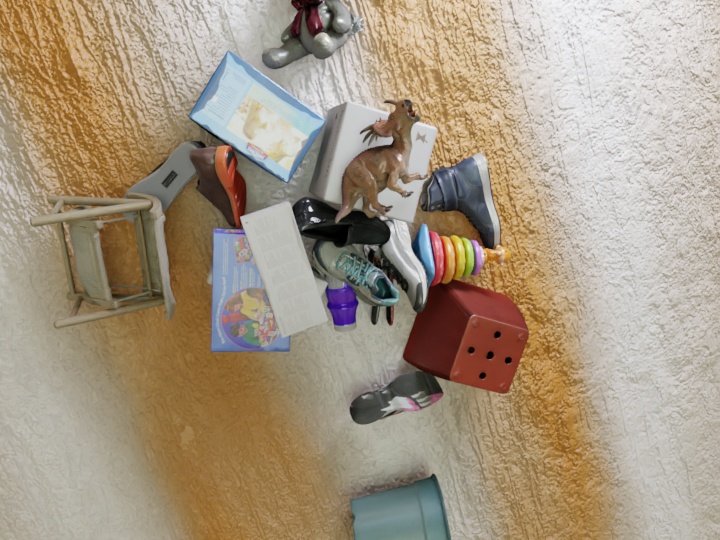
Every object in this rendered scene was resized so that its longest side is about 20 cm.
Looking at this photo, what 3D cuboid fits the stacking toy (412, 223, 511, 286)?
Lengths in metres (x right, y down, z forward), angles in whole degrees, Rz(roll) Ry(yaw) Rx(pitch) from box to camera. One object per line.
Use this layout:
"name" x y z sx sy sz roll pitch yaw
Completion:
"stacking toy" 0.205 -0.027 1.141 0.197 0.110 0.117 -4 66 -8

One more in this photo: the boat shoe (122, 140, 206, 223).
"boat shoe" -0.347 -0.158 1.026 0.199 0.057 0.069 -37 106 17

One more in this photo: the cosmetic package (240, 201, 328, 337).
"cosmetic package" -0.123 -0.002 0.919 0.082 0.051 0.202 -19 105 -11

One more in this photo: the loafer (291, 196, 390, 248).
"loafer" -0.030 -0.069 0.994 0.199 0.071 0.068 12 142 -33

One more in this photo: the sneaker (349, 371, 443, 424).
"sneaker" 0.074 0.266 1.205 0.197 0.086 0.081 -14 76 1

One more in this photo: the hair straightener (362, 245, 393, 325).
"hair straightener" 0.033 0.014 1.162 0.076 0.041 0.203 0 102 -13

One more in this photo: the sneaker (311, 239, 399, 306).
"sneaker" 0.000 0.000 1.045 0.199 0.086 0.078 36 78 -32

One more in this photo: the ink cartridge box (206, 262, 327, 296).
"ink cartridge box" -0.175 0.008 1.059 0.198 0.145 0.088 26 95 -17

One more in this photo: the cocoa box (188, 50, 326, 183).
"cocoa box" -0.182 -0.265 1.007 0.199 0.131 0.134 32 93 -17

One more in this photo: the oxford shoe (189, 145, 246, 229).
"oxford shoe" -0.248 -0.147 1.013 0.072 0.072 0.201 4 146 3

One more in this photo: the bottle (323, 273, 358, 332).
"bottle" -0.040 0.019 1.125 0.064 0.084 0.203 -6 104 0

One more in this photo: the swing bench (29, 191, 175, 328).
"swing bench" -0.430 -0.022 0.989 0.197 0.130 0.201 -4 115 -14

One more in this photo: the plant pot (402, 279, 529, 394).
"plant pot" 0.228 0.142 1.164 0.198 0.176 0.202 16 98 -16

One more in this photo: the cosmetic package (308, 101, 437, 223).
"cosmetic package" 0.014 -0.195 1.031 0.164 0.200 0.169 13 98 -15

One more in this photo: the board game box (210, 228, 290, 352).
"board game box" -0.182 0.034 0.963 0.133 0.045 0.203 2 101 -14

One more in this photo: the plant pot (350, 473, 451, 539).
"plant pot" 0.082 0.555 1.221 0.193 0.200 0.203 -8 104 -2

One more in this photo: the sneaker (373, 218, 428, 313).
"sneaker" 0.074 -0.008 1.091 0.078 0.074 0.202 -15 66 -13

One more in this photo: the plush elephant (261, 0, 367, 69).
"plush elephant" -0.079 -0.461 0.979 0.200 0.164 0.156 -42 125 -31

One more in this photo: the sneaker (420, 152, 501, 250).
"sneaker" 0.200 -0.118 1.156 0.145 0.077 0.204 -20 110 -3

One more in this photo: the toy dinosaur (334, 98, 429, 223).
"toy dinosaur" 0.022 -0.165 0.895 0.199 0.086 0.136 -36 100 9
